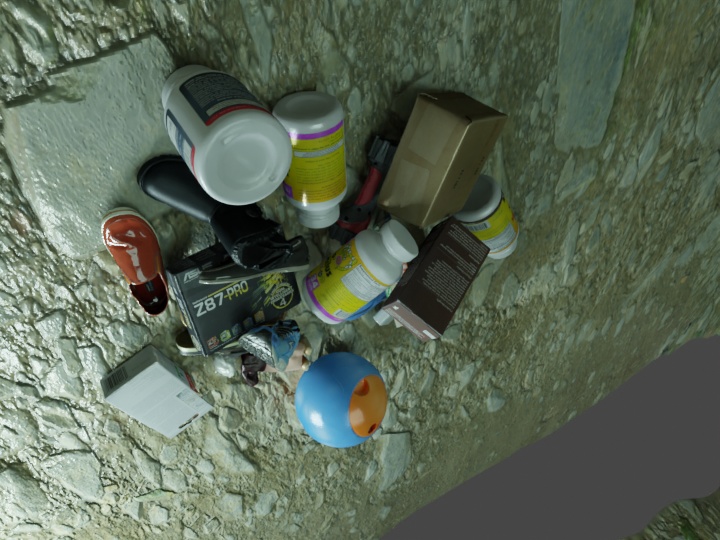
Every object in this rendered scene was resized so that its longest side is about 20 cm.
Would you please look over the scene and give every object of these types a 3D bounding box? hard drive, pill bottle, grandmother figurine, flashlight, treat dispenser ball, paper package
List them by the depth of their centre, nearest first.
[{"bbox_3d":[-0.179,-0.182,0.734,0.119,0.200,0.120,-21,136,-21],"label":"pill bottle"},{"bbox_3d":[-0.074,-0.166,0.903,0.104,0.104,0.200,-22,136,-20],"label":"pill bottle"},{"bbox_3d":[0.000,0.000,0.999,0.200,0.105,0.104,-37,143,24],"label":"pill bottle"},{"bbox_3d":[0.142,-0.194,1.003,0.190,0.103,0.201,-26,144,-54],"label":"paper package"},{"bbox_3d":[0.007,-0.140,1.026,0.068,0.068,0.201,-20,138,-60],"label":"flashlight"},{"bbox_3d":[-0.198,0.180,1.159,0.199,0.060,0.122,3,96,-35],"label":"grandmother figurine"},{"bbox_3d":[0.265,-0.104,1.214,0.109,0.109,0.200,-42,140,2],"label":"pill bottle"},{"bbox_3d":[0.114,0.039,1.248,0.200,0.027,0.132,-45,170,4],"label":"hard drive"},{"bbox_3d":[-0.041,0.278,1.252,0.200,0.201,0.201,-21,136,-22],"label":"treat dispenser ball"}]

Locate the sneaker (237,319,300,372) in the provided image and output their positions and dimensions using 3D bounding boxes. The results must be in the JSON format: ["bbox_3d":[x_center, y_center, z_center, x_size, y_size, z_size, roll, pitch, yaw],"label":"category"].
[{"bbox_3d":[-0.151,0.116,1.014,0.090,0.078,0.200,-56,173,-12],"label":"sneaker"}]

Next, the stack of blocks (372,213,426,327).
[{"bbox_3d":[0.087,-0.002,1.105,0.058,0.201,0.115,-14,172,-25],"label":"stack of blocks"}]

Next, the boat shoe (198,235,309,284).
[{"bbox_3d":[-0.166,-0.018,0.913,0.200,0.067,0.057,-11,97,-43],"label":"boat shoe"}]

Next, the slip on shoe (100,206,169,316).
[{"bbox_3d":[-0.333,-0.010,0.878,0.074,0.061,0.201,-21,135,-19],"label":"slip on shoe"}]

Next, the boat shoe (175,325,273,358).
[{"bbox_3d":[-0.237,0.132,1.067,0.200,0.072,0.066,-11,127,-33],"label":"boat shoe"}]

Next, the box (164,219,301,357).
[{"bbox_3d":[-0.204,0.026,0.968,0.200,0.049,0.162,-29,123,-30],"label":"box"}]

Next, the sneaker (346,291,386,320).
[{"bbox_3d":[0.032,0.031,1.172,0.200,0.066,0.078,-39,170,0],"label":"sneaker"}]

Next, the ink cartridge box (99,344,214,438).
[{"bbox_3d":[-0.370,0.230,1.074,0.109,0.050,0.200,-36,141,-6],"label":"ink cartridge box"}]

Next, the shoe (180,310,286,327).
[{"bbox_3d":[-0.229,0.074,1.036,0.199,0.053,0.070,2,106,-39],"label":"shoe"}]

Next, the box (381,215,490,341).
[{"bbox_3d":[0.135,0.014,1.017,0.200,0.100,0.075,-55,-170,-27],"label":"box"}]

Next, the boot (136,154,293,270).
[{"bbox_3d":[-0.203,-0.080,0.832,0.200,0.168,0.077,19,112,-45],"label":"boot"}]
